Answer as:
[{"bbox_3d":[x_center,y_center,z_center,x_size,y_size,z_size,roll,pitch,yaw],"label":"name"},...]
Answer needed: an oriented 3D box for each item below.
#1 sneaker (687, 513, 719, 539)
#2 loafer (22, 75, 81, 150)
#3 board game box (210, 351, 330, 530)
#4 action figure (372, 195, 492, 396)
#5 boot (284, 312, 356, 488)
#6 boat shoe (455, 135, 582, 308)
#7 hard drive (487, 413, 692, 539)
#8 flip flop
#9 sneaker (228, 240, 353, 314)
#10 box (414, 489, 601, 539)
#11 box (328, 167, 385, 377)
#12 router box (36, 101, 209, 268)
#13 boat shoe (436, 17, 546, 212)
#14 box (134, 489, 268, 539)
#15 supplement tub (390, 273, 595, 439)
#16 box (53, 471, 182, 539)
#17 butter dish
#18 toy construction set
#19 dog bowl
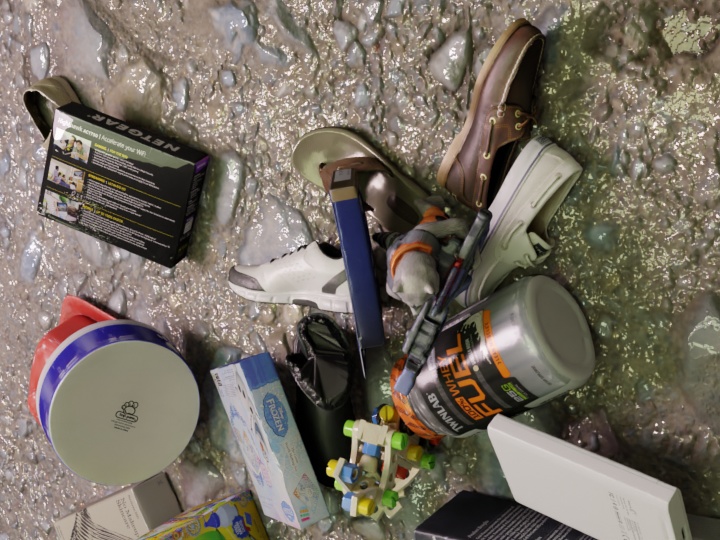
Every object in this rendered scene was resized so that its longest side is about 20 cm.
[{"bbox_3d":[0.356,0.303,1.063,0.199,0.070,0.100,4,106,40],"label":"sneaker"},{"bbox_3d":[-0.388,-0.173,1.451,0.201,0.068,0.076,51,124,13],"label":"loafer"},{"bbox_3d":[-0.113,0.203,1.308,0.201,0.043,0.200,70,162,1],"label":"board game box"},{"bbox_3d":[0.049,0.012,1.084,0.104,0.194,0.202,24,97,-1],"label":"action figure"},{"bbox_3d":[-0.040,0.152,1.221,0.075,0.168,0.203,-8,85,-3],"label":"boot"},{"bbox_3d":[0.163,-0.035,1.111,0.070,0.071,0.201,36,114,22],"label":"boat shoe"},{"bbox_3d":[0.224,0.220,1.059,0.199,0.026,0.133,19,146,40],"label":"hard drive"},{"bbox_3d":[0.000,-0.094,1.211,0.199,0.057,0.082,38,120,21],"label":"flip flop"},{"bbox_3d":[-0.067,0.001,1.280,0.198,0.074,0.081,4,100,25],"label":"sneaker"},{"bbox_3d":[0.173,0.365,1.169,0.195,0.123,0.202,4,104,35],"label":"box"},{"bbox_3d":[0.000,0.000,1.147,0.032,0.121,0.202,-9,104,2],"label":"box"},{"bbox_3d":[-0.305,-0.109,1.384,0.198,0.051,0.150,22,114,7],"label":"router box"},{"bbox_3d":[0.145,-0.150,1.092,0.070,0.070,0.201,41,130,28],"label":"boat shoe"},{"bbox_3d":[-0.205,0.421,1.396,0.121,0.192,0.202,-24,89,36],"label":"box"},{"bbox_3d":[0.132,0.097,1.129,0.199,0.122,0.123,-33,83,35],"label":"supplement tub"},{"bbox_3d":[-0.348,0.360,1.555,0.199,0.068,0.083,-30,85,36],"label":"box"},{"bbox_3d":[-0.390,0.165,1.487,0.198,0.147,0.202,25,114,26],"label":"butter dish"},{"bbox_3d":[0.030,0.220,1.207,0.091,0.200,0.132,13,74,15],"label":"toy construction set"},{"bbox_3d":[-0.310,0.170,1.397,0.079,0.198,0.202,32,123,59],"label":"dog bowl"}]
